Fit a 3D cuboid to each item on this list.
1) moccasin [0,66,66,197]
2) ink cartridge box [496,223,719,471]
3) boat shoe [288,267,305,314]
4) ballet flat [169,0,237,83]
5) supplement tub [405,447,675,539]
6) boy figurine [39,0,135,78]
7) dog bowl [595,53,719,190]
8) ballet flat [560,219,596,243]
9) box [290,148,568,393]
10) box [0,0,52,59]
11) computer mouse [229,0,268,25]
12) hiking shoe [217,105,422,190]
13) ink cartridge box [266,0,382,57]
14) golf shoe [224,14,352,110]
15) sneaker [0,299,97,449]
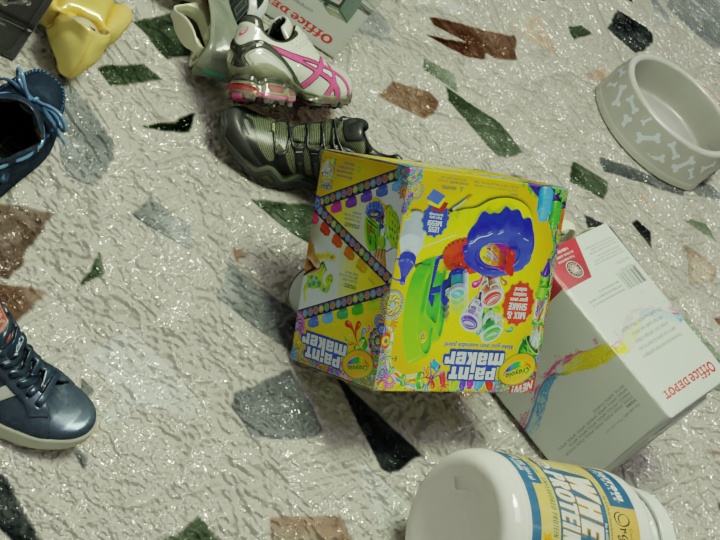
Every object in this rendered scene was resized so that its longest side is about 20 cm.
[{"bbox_3d":[-0.289,-0.115,1.403,0.080,0.068,0.200,33,36,-13],"label":"moccasin"},{"bbox_3d":[0.225,0.086,1.623,0.200,0.145,0.145,52,36,13],"label":"ink cartridge box"},{"bbox_3d":[0.000,0.000,1.572,0.199,0.071,0.070,-17,33,-40],"label":"boat shoe"},{"bbox_3d":[-0.166,-0.274,1.690,0.063,0.067,0.201,4,49,-30],"label":"ballet flat"},{"bbox_3d":[0.154,0.232,1.402,0.199,0.145,0.145,13,45,-35],"label":"supplement tub"},{"bbox_3d":[-0.271,-0.261,1.578,0.124,0.064,0.201,28,35,-25],"label":"boy figurine"},{"bbox_3d":[0.400,-0.198,2.161,0.199,0.059,0.201,25,38,-22],"label":"dog bowl"},{"bbox_3d":[0.217,-0.023,1.791,0.199,0.071,0.069,16,42,-33],"label":"ballet flat"},{"bbox_3d":[0.062,0.003,1.490,0.199,0.194,0.122,4,8,-41],"label":"box"},{"bbox_3d":[-0.353,-0.289,1.444,0.199,0.158,0.048,24,41,-24],"label":"box"},{"bbox_3d":[-0.133,-0.323,1.756,0.044,0.110,0.201,8,57,-40],"label":"computer mouse"},{"bbox_3d":[-0.040,-0.124,1.623,0.199,0.101,0.076,24,39,-25],"label":"hiking shoe"},{"bbox_3d":[-0.026,-0.348,1.785,0.146,0.200,0.084,32,39,-15],"label":"ink cartridge box"},{"bbox_3d":[-0.063,-0.206,1.666,0.072,0.093,0.200,7,5,26],"label":"golf shoe"},{"bbox_3d":[-0.272,0.056,1.228,0.200,0.085,0.075,33,36,-14],"label":"sneaker"}]
